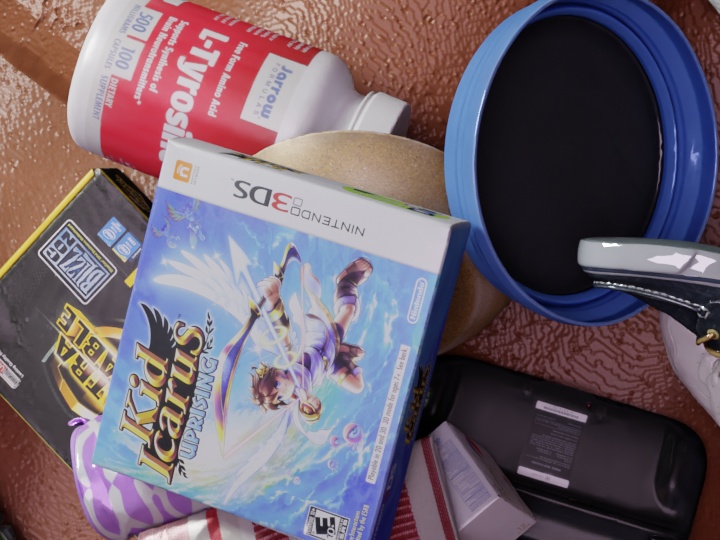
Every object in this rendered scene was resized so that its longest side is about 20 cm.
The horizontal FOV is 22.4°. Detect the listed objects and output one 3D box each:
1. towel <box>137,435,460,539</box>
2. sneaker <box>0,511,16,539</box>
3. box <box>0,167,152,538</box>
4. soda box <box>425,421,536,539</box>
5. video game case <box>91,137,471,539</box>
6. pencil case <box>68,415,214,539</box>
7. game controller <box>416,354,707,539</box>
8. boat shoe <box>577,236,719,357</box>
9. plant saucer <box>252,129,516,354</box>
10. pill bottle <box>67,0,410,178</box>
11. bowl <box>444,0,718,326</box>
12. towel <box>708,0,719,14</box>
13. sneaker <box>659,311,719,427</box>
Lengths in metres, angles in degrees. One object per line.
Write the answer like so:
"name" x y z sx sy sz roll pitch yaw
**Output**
"towel" -0.030 0.195 1.077 0.198 0.023 0.145 -20 69 13
"sneaker" -0.294 0.197 1.235 0.115 0.075 0.201 -35 89 13
"box" -0.153 0.056 1.211 0.160 0.049 0.200 -45 86 9
"soda box" 0.007 0.187 1.117 0.200 0.068 0.064 -41 58 7
"video game case" -0.049 0.044 1.051 0.180 0.045 0.202 17 98 18
"pencil case" -0.082 0.105 1.136 0.198 0.084 0.086 -19 83 10
"game controller" 0.120 0.125 1.170 0.198 0.042 0.105 17 74 8
"boat shoe" 0.218 0.036 1.050 0.198 0.071 0.092 10 96 6
"plant saucer" 0.000 0.000 1.122 0.198 0.036 0.201 5 137 4
"pill bottle" -0.075 -0.098 1.152 0.198 0.112 0.113 20 98 8
"bowl" 0.133 -0.069 1.094 0.039 0.199 0.203 8 99 54
"towel" 0.322 -0.192 1.108 0.200 0.048 0.172 -41 84 11
"sneaker" 0.254 0.088 1.113 0.078 0.099 0.201 -37 88 11
